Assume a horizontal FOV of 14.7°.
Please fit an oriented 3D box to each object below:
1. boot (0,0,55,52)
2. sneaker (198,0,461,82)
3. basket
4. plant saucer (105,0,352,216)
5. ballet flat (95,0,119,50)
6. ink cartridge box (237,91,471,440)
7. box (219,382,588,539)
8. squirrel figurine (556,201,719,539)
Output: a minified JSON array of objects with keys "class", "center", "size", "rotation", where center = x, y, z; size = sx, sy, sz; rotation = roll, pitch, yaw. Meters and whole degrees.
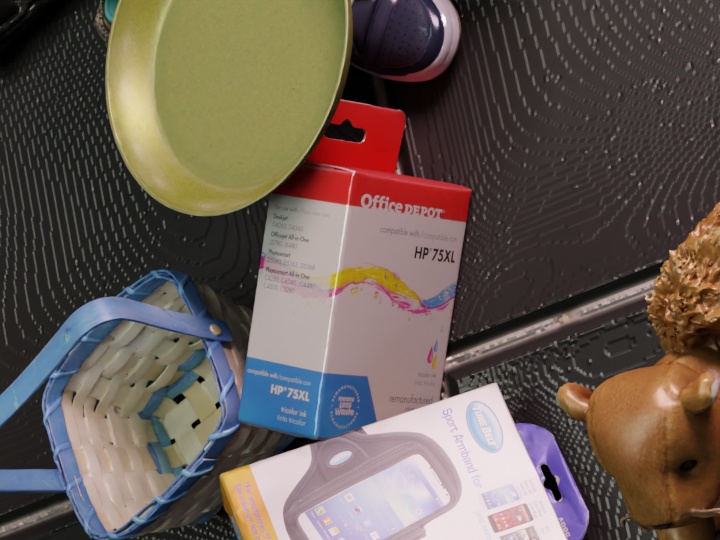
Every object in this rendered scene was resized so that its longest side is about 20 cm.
[{"class":"boot","center":[-0.263,-0.262,1.952],"size":[0.157,0.079,0.212],"rotation":[-31,68,33]},{"class":"sneaker","center":[-0.036,-0.175,1.737],"size":[0.200,0.108,0.070],"rotation":[32,106,37]},{"class":"basket","center":[-0.146,0.087,1.744],"size":[0.176,0.199,0.140],"rotation":[-42,62,28]},{"class":"plant saucer","center":[-0.073,-0.130,1.672],"size":[0.199,0.031,0.201],"rotation":[-8,78,41]},{"class":"ballet flat","center":[-0.136,-0.205,1.837],"size":[0.067,0.076,0.201],"rotation":[3,54,6]},{"class":"ink cartridge box","center":[0.000,0.000,1.687],"size":[0.067,0.116,0.201],"rotation":[10,93,40]},{"class":"box","center":[0.030,0.143,1.617],"size":[0.199,0.042,0.119],"rotation":[-19,57,-8]},{"class":"squirrel figurine","center":[0.185,0.056,1.484],"size":[0.141,0.186,0.202],"rotation":[0,86,40]}]
